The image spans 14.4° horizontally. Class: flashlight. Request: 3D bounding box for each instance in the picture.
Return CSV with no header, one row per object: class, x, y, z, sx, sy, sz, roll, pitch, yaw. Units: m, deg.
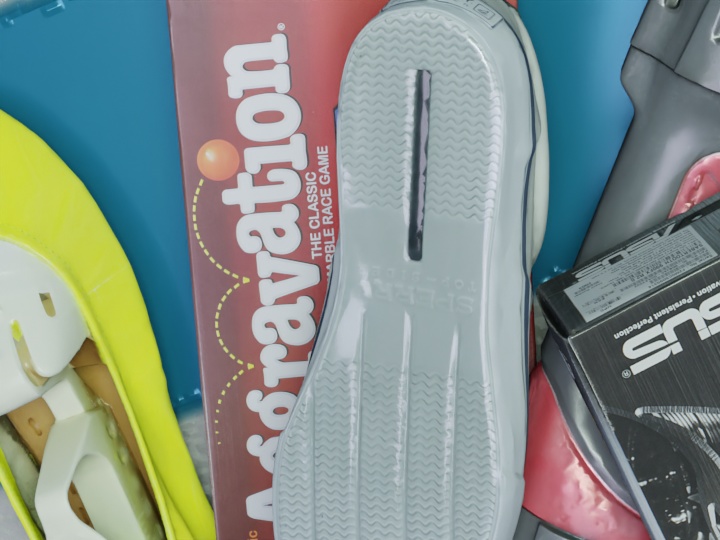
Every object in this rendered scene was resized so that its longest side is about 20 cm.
flashlight,0.091,0.007,0.816,0.068,0.067,0.201,37,111,42

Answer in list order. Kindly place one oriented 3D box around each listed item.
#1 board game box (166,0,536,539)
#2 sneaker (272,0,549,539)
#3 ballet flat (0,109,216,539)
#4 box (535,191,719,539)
board game box,0.000,0.000,0.850,0.102,0.019,0.201,-4,109,0
sneaker,0.024,0.017,0.805,0.073,0.071,0.201,15,108,18
ballet flat,-0.092,0.044,0.874,0.066,0.067,0.201,-18,104,20
box,0.169,0.032,0.779,0.199,0.048,0.159,-26,107,0
